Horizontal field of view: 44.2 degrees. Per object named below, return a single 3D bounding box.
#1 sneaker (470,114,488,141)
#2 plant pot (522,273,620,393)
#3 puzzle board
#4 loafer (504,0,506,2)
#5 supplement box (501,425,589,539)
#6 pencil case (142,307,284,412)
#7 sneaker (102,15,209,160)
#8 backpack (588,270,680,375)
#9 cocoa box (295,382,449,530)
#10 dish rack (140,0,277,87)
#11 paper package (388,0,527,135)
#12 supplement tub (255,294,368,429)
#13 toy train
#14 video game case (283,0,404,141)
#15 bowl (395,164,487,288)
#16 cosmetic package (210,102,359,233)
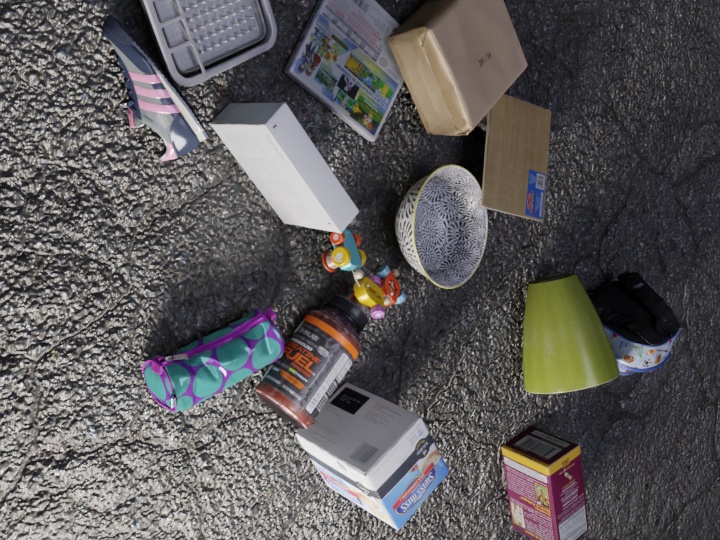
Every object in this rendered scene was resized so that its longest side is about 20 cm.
[{"bbox_3d":[0.277,-0.250,1.598,0.198,0.073,0.081,27,81,-38],"label":"sneaker"},{"bbox_3d":[0.388,0.114,1.709,0.185,0.186,0.204,-13,92,-35],"label":"plant pot"},{"bbox_3d":[0.271,-0.197,1.547,0.149,0.017,0.204,10,83,-36],"label":"puzzle board"},{"bbox_3d":[0.184,-0.524,1.471,0.068,0.070,0.201,-50,124,-20],"label":"loafer"},{"bbox_3d":[0.370,0.437,1.770,0.102,0.130,0.203,-23,113,-32],"label":"supplement box"},{"bbox_3d":[-0.210,0.128,1.285,0.198,0.085,0.093,-26,141,-32],"label":"pencil case"},{"bbox_3d":[-0.287,-0.234,1.168,0.082,0.070,0.201,-35,112,1],"label":"sneaker"},{"bbox_3d":[0.542,0.124,1.806,0.198,0.190,0.156,-27,131,-30],"label":"backpack"},{"bbox_3d":[0.018,0.293,1.422,0.133,0.199,0.132,-42,122,-24],"label":"cocoa box"},{"bbox_3d":[-0.212,-0.358,1.201,0.199,0.043,0.174,-36,118,-36],"label":"dish rack"},{"bbox_3d":[0.161,-0.356,1.448,0.200,0.102,0.192,-48,124,-31],"label":"paper package"},{"bbox_3d":[-0.070,0.137,1.384,0.107,0.106,0.201,46,70,-34],"label":"supplement tub"},{"bbox_3d":[0.000,0.000,1.438,0.201,0.055,0.151,56,25,-24],"label":"toy train"},{"bbox_3d":[-0.008,-0.334,1.391,0.199,0.022,0.185,33,78,-38],"label":"video game case"},{"bbox_3d":[0.120,-0.075,1.488,0.199,0.093,0.205,-5,97,-45],"label":"bowl"},{"bbox_3d":[-0.108,-0.147,1.268,0.052,0.150,0.201,-48,124,-19],"label":"cosmetic package"}]
